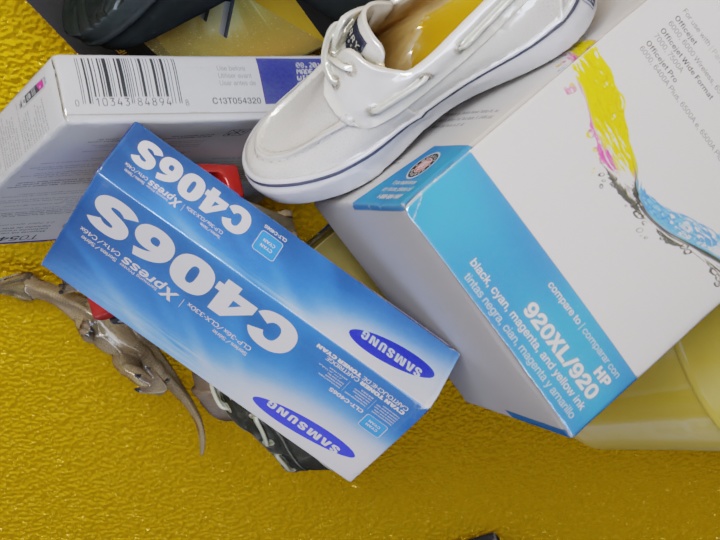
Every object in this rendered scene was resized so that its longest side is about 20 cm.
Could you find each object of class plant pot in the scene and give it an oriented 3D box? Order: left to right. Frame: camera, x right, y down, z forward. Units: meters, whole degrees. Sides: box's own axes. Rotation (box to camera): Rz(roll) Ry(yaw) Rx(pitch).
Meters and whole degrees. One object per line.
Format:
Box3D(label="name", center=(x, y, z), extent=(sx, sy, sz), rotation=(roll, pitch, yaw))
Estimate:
Box3D(label="plant pot", center=(0.214, 0.030, 1.091), extent=(0.189, 0.201, 0.201), rotation=(-18, 138, 41))

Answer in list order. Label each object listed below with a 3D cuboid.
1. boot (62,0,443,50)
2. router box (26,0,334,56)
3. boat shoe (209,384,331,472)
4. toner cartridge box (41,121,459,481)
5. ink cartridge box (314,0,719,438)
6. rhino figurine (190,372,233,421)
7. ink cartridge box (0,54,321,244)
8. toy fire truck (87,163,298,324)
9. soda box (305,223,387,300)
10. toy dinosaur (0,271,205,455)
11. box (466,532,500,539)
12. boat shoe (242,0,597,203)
Box3D(label="boot", center=(-0.033, -0.152, 0.884), extent=(0.162, 0.073, 0.198), rotation=(23, 134, -35))
Box3D(label="router box", center=(-0.106, -0.182, 0.936), extent=(0.157, 0.052, 0.200), rotation=(-23, 133, 23))
Box3D(label="boat shoe", center=(-0.056, 0.072, 1.072), extent=(0.064, 0.071, 0.200), rotation=(-12, 142, 15))
Box3D(label="toner cartridge box", center=(-0.058, 0.019, 0.897), extent=(0.200, 0.043, 0.095), rotation=(35, 142, -5))
Box3D(label="ink cartridge box", center=(0.111, -0.041, 0.896), extent=(0.200, 0.147, 0.145), rotation=(-40, 103, -12))
Box3D(label="rhino figurine", center=(-0.020, 0.055, 1.165), extent=(0.200, 0.087, 0.060), rotation=(-15, 93, 13))
Box3D(label="ink cartridge box", center=(-0.116, -0.067, 0.983), extent=(0.196, 0.043, 0.200), rotation=(-5, 167, -34))
Box3D(label="toy fire truck", center=(-0.089, -0.012, 1.053), extent=(0.141, 0.049, 0.200), rotation=(-22, 167, 29))
Box3D(label="soda box", center=(0.000, 0.000, 1.031), extent=(0.068, 0.200, 0.064), rotation=(-34, 96, 31))
Box3D(label="toy dinosaur", center=(-0.151, 0.050, 1.173), extent=(0.200, 0.058, 0.101), rotation=(40, 165, -21))
Box3D(label="box", center=(0.065, 0.339, 1.464), extent=(0.200, 0.123, 0.198), rotation=(-20, 133, 19))
Box3D(label="boat shoe", center=(0.013, -0.101, 0.844), extent=(0.200, 0.071, 0.070), rotation=(-27, 143, 25))
